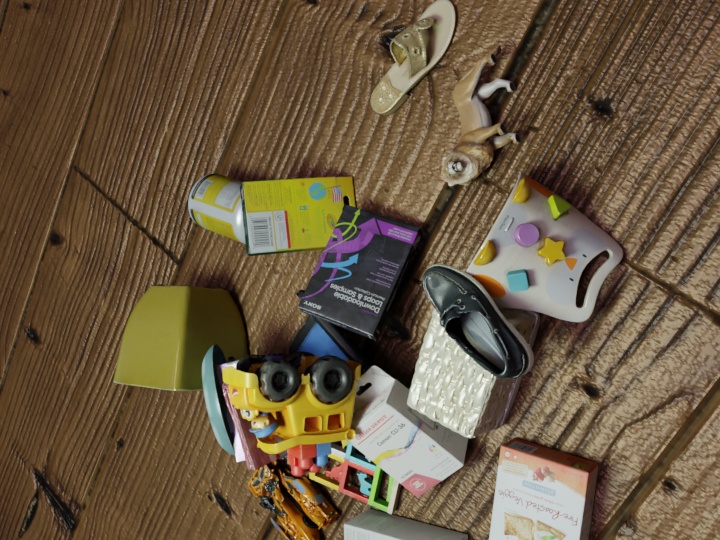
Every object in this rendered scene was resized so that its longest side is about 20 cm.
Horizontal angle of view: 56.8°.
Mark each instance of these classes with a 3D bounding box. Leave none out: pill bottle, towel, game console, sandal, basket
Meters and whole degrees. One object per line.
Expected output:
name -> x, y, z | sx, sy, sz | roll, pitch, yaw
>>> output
pill bottle -> -0.228, -0.113, 1.280 | 0.200, 0.112, 0.112 | 21, 103, 32
towel -> -0.131, 0.232, 1.114 | 0.023, 0.200, 0.144 | -23, 83, 40
game console -> -0.061, 0.157, 1.177 | 0.116, 0.176, 0.200 | -43, 66, -3
sandal -> 0.075, -0.350, 1.085 | 0.078, 0.070, 0.212 | 47, 116, 24
basket -> 0.167, 0.135, 1.009 | 0.135, 0.123, 0.200 | 23, 104, 31

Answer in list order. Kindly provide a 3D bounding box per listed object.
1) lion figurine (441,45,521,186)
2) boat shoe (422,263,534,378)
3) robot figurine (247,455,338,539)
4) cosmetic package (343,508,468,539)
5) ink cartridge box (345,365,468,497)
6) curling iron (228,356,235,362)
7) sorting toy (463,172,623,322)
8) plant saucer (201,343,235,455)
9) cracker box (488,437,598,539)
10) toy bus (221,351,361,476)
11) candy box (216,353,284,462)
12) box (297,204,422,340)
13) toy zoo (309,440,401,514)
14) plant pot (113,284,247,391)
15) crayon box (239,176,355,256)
lion figurine -> 0.177, -0.235, 1.030 | 0.122, 0.072, 0.200 | -14, 69, 47
boat shoe -> 0.144, 0.070, 0.902 | 0.199, 0.066, 0.075 | 52, 131, 20
robot figurine -> -0.138, 0.432, 1.271 | 0.200, 0.058, 0.145 | 39, 111, 27
cosmetic package -> 0.074, 0.481, 1.110 | 0.200, 0.085, 0.108 | 2, 94, 34
ink cartridge box -> 0.058, 0.257, 1.066 | 0.200, 0.068, 0.116 | 40, 122, -6
curling iron -> -0.227, 0.241, 1.283 | 0.050, 0.026, 0.200 | 37, 149, 43
sorting toy -> 0.264, -0.022, 0.934 | 0.180, 0.107, 0.200 | 29, 84, 5
plant saucer -> -0.245, 0.230, 1.174 | 0.027, 0.200, 0.201 | -13, 83, -5
cracker box -> 0.267, 0.367, 0.988 | 0.134, 0.058, 0.200 | 9, 98, 35
toy bus -> -0.107, 0.225, 1.031 | 0.136, 0.200, 0.192 | -2, 86, 59
candy box -> -0.179, 0.240, 1.202 | 0.071, 0.200, 0.168 | -14, 82, 6
box -> 0.000, 0.000, 1.106 | 0.143, 0.036, 0.200 | 18, 76, 20
toy zoo -> -0.017, 0.334, 1.186 | 0.200, 0.020, 0.132 | 15, 102, 24
plant pot -> -0.349, 0.131, 1.336 | 0.194, 0.195, 0.200 | -1, 82, 35
crayon box -> -0.107, -0.097, 1.184 | 0.051, 0.200, 0.127 | 164, 100, -74
